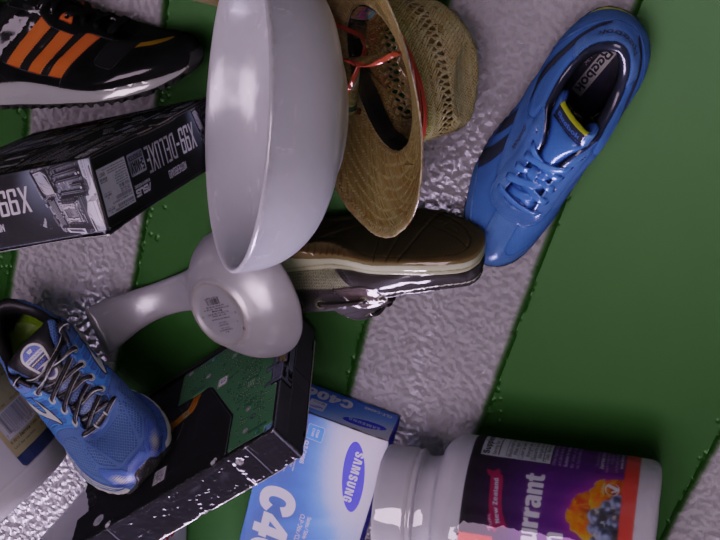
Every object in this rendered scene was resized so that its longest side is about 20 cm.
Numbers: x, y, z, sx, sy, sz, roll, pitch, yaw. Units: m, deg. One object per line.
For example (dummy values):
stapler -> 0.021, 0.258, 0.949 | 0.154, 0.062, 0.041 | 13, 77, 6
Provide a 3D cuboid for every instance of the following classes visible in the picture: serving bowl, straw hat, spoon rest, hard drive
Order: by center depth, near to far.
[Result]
serving bowl -> -0.050, -0.100, 0.835 | 0.065, 0.200, 0.202 | 0, 115, -18
straw hat -> 0.030, -0.130, 0.851 | 0.084, 0.201, 0.203 | -16, 111, -21
spoon rest -> -0.116, 0.022, 0.954 | 0.199, 0.061, 0.100 | -9, 111, 41
hard drive -> -0.121, 0.124, 0.970 | 0.199, 0.140, 0.038 | -33, 119, 22

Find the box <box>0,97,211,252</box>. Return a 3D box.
box -> -0.200, -0.063, 0.886 | 0.156, 0.200, 0.050 | -9, 105, 18

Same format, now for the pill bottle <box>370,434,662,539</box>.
pill bottle -> 0.112, 0.179, 0.942 | 0.197, 0.112, 0.113 | 6, 113, 14

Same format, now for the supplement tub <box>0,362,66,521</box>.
supplement tub -> -0.342, 0.110, 1.028 | 0.144, 0.145, 0.201 | -35, 98, 25

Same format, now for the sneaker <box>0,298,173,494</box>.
sneaker -> -0.217, 0.089, 0.966 | 0.199, 0.089, 0.079 | 37, 82, 34

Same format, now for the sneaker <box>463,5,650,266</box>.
sneaker -> 0.120, -0.080, 0.857 | 0.066, 0.079, 0.201 | 30, 118, 0

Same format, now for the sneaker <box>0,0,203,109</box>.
sneaker -> -0.209, -0.166, 0.920 | 0.198, 0.070, 0.091 | -2, 114, 19

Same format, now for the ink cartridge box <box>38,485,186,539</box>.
ink cartridge box -> -0.204, 0.288, 1.059 | 0.083, 0.145, 0.202 | 9, 113, 13

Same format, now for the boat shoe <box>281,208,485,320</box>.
boat shoe -> -0.001, 0.001, 0.929 | 0.199, 0.072, 0.067 | 0, 122, 26

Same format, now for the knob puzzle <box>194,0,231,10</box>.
knob puzzle -> -0.107, -0.260, 0.812 | 0.220, 0.218, 0.031 | -55, 49, 26

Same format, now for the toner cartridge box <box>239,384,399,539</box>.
toner cartridge box -> -0.041, 0.191, 1.030 | 0.094, 0.043, 0.202 | 18, 115, 7
